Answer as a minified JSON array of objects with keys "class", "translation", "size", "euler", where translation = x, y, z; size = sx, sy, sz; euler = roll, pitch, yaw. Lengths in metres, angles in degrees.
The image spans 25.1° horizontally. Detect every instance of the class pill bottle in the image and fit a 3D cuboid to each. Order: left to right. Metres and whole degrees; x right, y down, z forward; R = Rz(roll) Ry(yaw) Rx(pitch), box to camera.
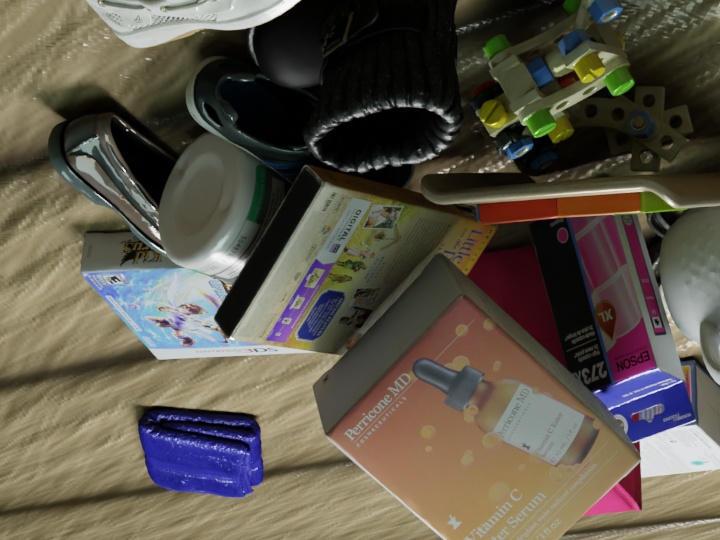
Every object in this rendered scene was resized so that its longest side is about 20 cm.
[{"class":"pill bottle","translation":[-0.053,-0.031,1.299],"size":[0.199,0.114,0.113],"euler":[21,150,-38]}]

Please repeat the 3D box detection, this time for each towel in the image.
[{"class":"towel","translation":[-0.190,0.225,1.938],"size":[0.147,0.050,0.200],"euler":[4,155,-1]}]

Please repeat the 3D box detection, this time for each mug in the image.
[{"class":"mug","translation":[0.324,0.014,1.245],"size":[0.175,0.201,0.148],"euler":[-12,131,31]}]

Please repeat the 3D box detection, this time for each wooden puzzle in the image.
[{"class":"wooden puzzle","translation":[0.171,-0.054,1.191],"size":[0.199,0.037,0.185],"euler":[3,-175,32]}]

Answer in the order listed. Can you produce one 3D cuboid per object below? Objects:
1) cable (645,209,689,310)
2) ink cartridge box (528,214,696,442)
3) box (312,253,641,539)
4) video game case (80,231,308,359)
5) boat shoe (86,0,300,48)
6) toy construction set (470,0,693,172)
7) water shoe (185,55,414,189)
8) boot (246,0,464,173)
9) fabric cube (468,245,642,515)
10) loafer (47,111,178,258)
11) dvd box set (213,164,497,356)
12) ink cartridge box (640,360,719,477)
[{"class":"cable","translation":[0.273,-0.009,1.377],"size":[0.096,0.051,0.200],"euler":[0,154,-2]},{"class":"ink cartridge box","translation":[0.203,0.039,1.317],"size":[0.037,0.201,0.095],"euler":[-5,164,-41]},{"class":"box","translation":[0.086,0.116,1.246],"size":[0.200,0.106,0.152],"euler":[41,98,-17]},{"class":"video game case","translation":[-0.139,0.023,1.513],"size":[0.180,0.046,0.200],"euler":[-4,153,14]},{"class":"boat shoe","translation":[-0.102,-0.193,1.021],"size":[0.199,0.071,0.069],"euler":[-14,151,36]},{"class":"toy construction set","translation":[0.151,-0.124,1.122],"size":[0.131,0.092,0.200],"euler":[-34,150,16]},{"class":"water shoe","translation":[-0.036,-0.094,1.191],"size":[0.199,0.072,0.079],"euler":[20,-177,-29]},{"class":"boot","translation":[-0.011,-0.128,1.041],"size":[0.079,0.159,0.211],"euler":[20,151,-29]},{"class":"fabric cube","translation":[0.133,0.110,1.473],"size":[0.198,0.201,0.196],"euler":[-9,151,23]},{"class":"loafer","translation":[-0.161,-0.064,1.307],"size":[0.063,0.072,0.200],"euler":[-21,143,32]},{"class":"dvd box set","translation":[0.000,0.000,1.246],"size":[0.199,0.029,0.147],"euler":[10,120,-45]},{"class":"ink cartridge box","translation":[0.284,0.164,1.709],"size":[0.199,0.077,0.136],"euler":[-13,149,29]}]
